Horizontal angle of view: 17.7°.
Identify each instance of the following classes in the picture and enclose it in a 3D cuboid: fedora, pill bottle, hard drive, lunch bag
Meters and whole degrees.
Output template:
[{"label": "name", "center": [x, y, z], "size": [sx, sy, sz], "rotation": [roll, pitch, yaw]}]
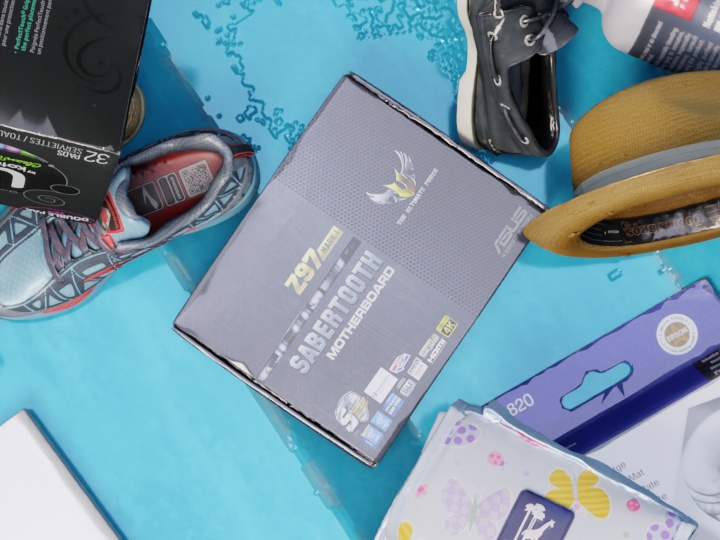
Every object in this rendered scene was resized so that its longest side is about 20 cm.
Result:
[{"label": "fedora", "center": [0.191, -0.069, 1.403], "size": [0.200, 0.201, 0.082], "rotation": [-11, 77, -2]}, {"label": "pill bottle", "center": [0.216, -0.179, 1.439], "size": [0.200, 0.120, 0.120], "rotation": [22, 86, 1]}, {"label": "hard drive", "center": [-0.205, 0.206, 1.453], "size": [0.132, 0.027, 0.200], "rotation": [-36, 87, -3]}, {"label": "lunch bag", "center": [0.085, 0.195, 1.379], "size": [0.169, 0.127, 0.200], "rotation": [29, 105, 10]}]

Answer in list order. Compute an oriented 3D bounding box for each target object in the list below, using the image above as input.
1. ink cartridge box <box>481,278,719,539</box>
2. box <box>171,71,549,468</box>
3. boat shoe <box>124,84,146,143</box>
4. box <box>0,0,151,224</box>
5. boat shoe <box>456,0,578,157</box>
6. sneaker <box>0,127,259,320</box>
[{"label": "ink cartridge box", "center": [0.188, 0.136, 1.457], "size": [0.199, 0.041, 0.200], "rotation": [-30, 87, -2]}, {"label": "box", "center": [0.000, 0.000, 1.458], "size": [0.158, 0.051, 0.200], "rotation": [35, 86, 3]}, {"label": "boat shoe", "center": [-0.235, -0.115, 1.449], "size": [0.200, 0.076, 0.072], "rotation": [8, 86, -1]}, {"label": "box", "center": [-0.230, -0.122, 1.326], "size": [0.200, 0.149, 0.125], "rotation": [12, 73, -9]}, {"label": "boat shoe", "center": [0.100, -0.144, 1.402], "size": [0.066, 0.200, 0.075], "rotation": [24, 45, 22]}, {"label": "sneaker", "center": [-0.159, -0.037, 1.435], "size": [0.200, 0.096, 0.079], "rotation": [-30, 87, -3]}]
